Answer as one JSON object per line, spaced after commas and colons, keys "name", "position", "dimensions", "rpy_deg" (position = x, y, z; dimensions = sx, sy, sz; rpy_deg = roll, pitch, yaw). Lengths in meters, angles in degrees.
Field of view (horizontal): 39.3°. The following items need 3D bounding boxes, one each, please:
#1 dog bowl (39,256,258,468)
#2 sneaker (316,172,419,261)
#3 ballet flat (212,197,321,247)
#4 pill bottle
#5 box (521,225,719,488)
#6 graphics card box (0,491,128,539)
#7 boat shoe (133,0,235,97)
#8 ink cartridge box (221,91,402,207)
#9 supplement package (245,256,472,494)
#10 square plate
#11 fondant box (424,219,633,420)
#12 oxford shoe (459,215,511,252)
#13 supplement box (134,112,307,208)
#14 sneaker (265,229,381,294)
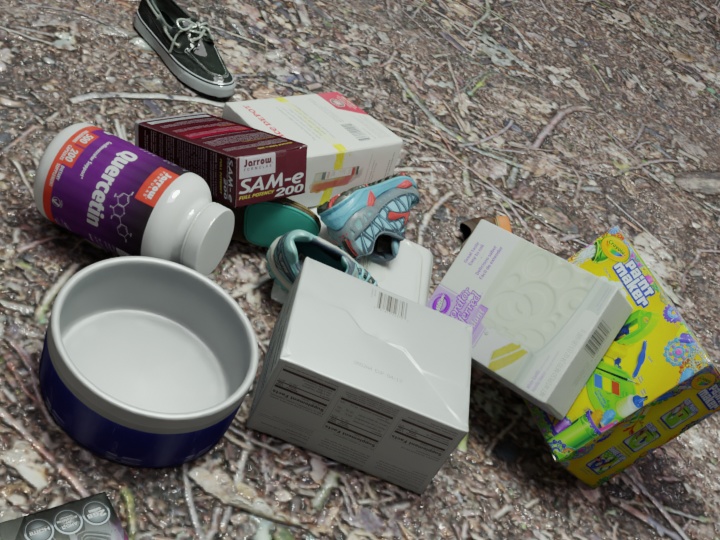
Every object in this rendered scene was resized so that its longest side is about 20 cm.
{"name": "dog bowl", "position": [-0.202, 0.084, 0.963], "dimensions": [0.197, 0.079, 0.202], "rpy_deg": [17, 40, -15]}
{"name": "sneaker", "position": [0.018, -0.057, 1.241], "dimensions": [0.199, 0.079, 0.097], "rpy_deg": [-24, 91, -56]}
{"name": "ballet flat", "position": [-0.146, -0.067, 1.181], "dimensions": [0.197, 0.069, 0.073], "rpy_deg": [-2, 32, -18]}
{"name": "pill bottle", "position": [-0.236, -0.070, 1.064], "dimensions": [0.198, 0.114, 0.113], "rpy_deg": [25, 36, 13]}
{"name": "box", "position": [0.275, 0.098, 1.133], "dimensions": [0.122, 0.192, 0.202], "rpy_deg": [38, 22, -49]}
{"name": "graphics card box", "position": [-0.214, 0.276, 0.763], "dimensions": [0.124, 0.051, 0.201], "rpy_deg": [-10, 51, -39]}
{"name": "boat shoe", "position": [-0.240, -0.323, 1.408], "dimensions": [0.073, 0.068, 0.200], "rpy_deg": [-18, 57, -43]}
{"name": "ink cartridge box", "position": [-0.069, -0.157, 1.301], "dimensions": [0.198, 0.084, 0.145], "rpy_deg": [-13, 44, -41]}
{"name": "supplement package", "position": [0.003, 0.107, 1.041], "dimensions": [0.198, 0.112, 0.157], "rpy_deg": [23, 38, -9]}
{"name": "square plate", "position": [0.000, 0.000, 1.229], "dimensions": [0.196, 0.029, 0.201], "rpy_deg": [22, 38, -10]}
{"name": "fondant box", "position": [0.176, 0.050, 1.111], "dimensions": [0.199, 0.145, 0.058], "rpy_deg": [31, -5, 42]}
{"name": "oxford shoe", "position": [0.164, 0.002, 1.314], "dimensions": [0.072, 0.072, 0.201], "rpy_deg": [3, 36, -1]}
{"name": "supplement box", "position": [-0.166, -0.133, 1.180], "dimensions": [0.108, 0.062, 0.199], "rpy_deg": [-16, 28, -42]}
{"name": "sneaker", "position": [-0.016, 0.027, 1.115], "dimensions": [0.199, 0.086, 0.078], "rpy_deg": [34, 69, -5]}
